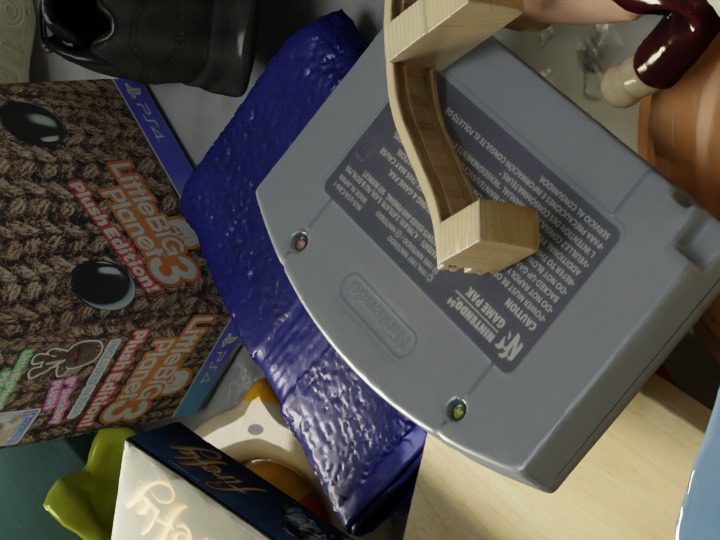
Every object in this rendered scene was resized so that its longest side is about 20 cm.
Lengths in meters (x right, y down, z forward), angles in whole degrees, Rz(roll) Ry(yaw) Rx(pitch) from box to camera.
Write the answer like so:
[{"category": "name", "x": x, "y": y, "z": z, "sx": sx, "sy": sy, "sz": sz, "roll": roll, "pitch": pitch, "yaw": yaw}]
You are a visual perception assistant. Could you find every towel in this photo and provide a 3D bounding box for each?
[{"category": "towel", "x": 0.000, "y": 0.000, "z": 0.920, "sx": 0.148, "sy": 0.049, "sz": 0.201, "roll": -50, "pitch": 58, "yaw": 35}]

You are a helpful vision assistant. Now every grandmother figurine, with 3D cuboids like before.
[{"category": "grandmother figurine", "x": 0.101, "y": -0.120, "z": 0.725, "sx": 0.200, "sy": 0.060, "sz": 0.122, "roll": 24, "pitch": 135, "yaw": 62}]

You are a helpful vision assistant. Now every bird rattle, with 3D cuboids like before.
[{"category": "bird rattle", "x": -0.054, "y": 0.145, "z": 0.973, "sx": 0.163, "sy": 0.112, "sz": 0.200, "roll": -48, "pitch": 61, "yaw": 25}]

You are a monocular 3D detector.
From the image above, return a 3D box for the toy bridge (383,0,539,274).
[{"category": "toy bridge", "x": 0.033, "y": -0.095, "z": 0.763, "sx": 0.067, "sy": 0.027, "sz": 0.201, "roll": -32, "pitch": 58, "yaw": 57}]

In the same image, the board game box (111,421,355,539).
[{"category": "board game box", "x": -0.035, "y": 0.170, "z": 0.865, "sx": 0.200, "sy": 0.035, "sz": 0.136, "roll": 28, "pitch": 118, "yaw": 37}]

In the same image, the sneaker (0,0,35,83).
[{"category": "sneaker", "x": -0.236, "y": -0.093, "z": 1.169, "sx": 0.111, "sy": 0.077, "sz": 0.201, "roll": -18, "pitch": 89, "yaw": 42}]

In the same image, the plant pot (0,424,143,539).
[{"category": "plant pot", "x": -0.192, "y": 0.114, "z": 1.086, "sx": 0.135, "sy": 0.200, "sz": 0.201, "roll": -35, "pitch": 66, "yaw": 17}]

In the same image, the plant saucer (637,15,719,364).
[{"category": "plant saucer", "x": 0.170, "y": -0.039, "z": 0.707, "sx": 0.200, "sy": 0.032, "sz": 0.202, "roll": 12, "pitch": 105, "yaw": 51}]

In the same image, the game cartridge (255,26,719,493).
[{"category": "game cartridge", "x": 0.043, "y": -0.011, "z": 0.774, "sx": 0.133, "sy": 0.041, "sz": 0.200, "roll": -48, "pitch": 47, "yaw": 5}]

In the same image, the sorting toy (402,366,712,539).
[{"category": "sorting toy", "x": 0.108, "y": 0.130, "z": 0.785, "sx": 0.200, "sy": 0.069, "sz": 0.200, "roll": 35, "pitch": 122, "yaw": 43}]

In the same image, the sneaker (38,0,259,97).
[{"category": "sneaker", "x": -0.121, "y": -0.129, "z": 0.996, "sx": 0.200, "sy": 0.090, "sz": 0.076, "roll": 15, "pitch": 101, "yaw": 63}]

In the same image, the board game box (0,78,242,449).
[{"category": "board game box", "x": -0.177, "y": -0.004, "z": 1.013, "sx": 0.160, "sy": 0.199, "sz": 0.097, "roll": 58, "pitch": 135, "yaw": 26}]

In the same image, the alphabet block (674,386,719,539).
[{"category": "alphabet block", "x": 0.228, "y": 0.019, "z": 0.499, "sx": 0.195, "sy": 0.199, "sz": 0.197, "roll": 36, "pitch": 123, "yaw": 36}]
